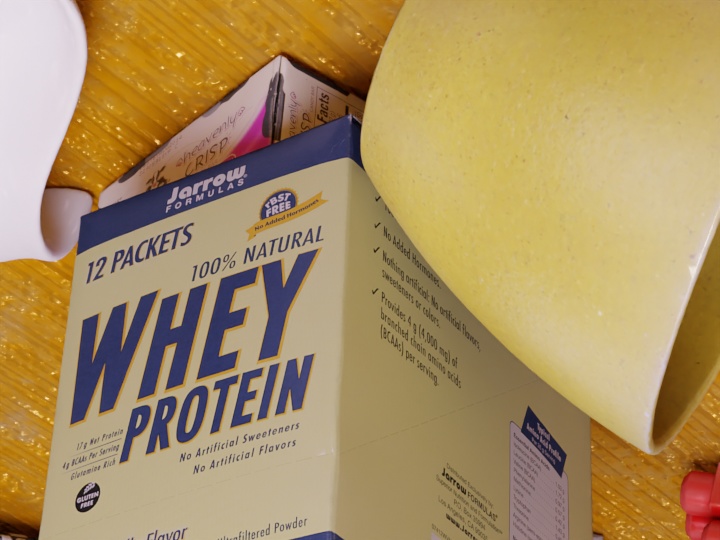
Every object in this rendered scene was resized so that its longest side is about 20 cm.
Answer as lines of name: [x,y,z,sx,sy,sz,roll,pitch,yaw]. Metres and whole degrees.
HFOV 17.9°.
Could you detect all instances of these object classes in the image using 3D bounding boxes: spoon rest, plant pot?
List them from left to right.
spoon rest: [-0.149,-0.064,0.923,0.099,0.061,0.200,-2,146,7]
plant pot: [0.084,-0.052,0.831,0.142,0.200,0.200,24,149,16]

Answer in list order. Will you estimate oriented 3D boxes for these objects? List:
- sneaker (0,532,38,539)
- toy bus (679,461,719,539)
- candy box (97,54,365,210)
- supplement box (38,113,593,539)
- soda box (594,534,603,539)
sneaker: [-0.188,0.165,1.252,0.199,0.070,0.109,3,148,6]
toy bus: [0.249,0.125,1.124,0.192,0.136,0.200,11,146,18]
candy box: [0.000,0.000,1.003,0.200,0.061,0.136,27,140,-29]
supplement box: [-0.010,0.088,0.900,0.134,0.200,0.200,-18,140,27]
soda box: [0.070,0.216,1.307,0.063,0.068,0.200,14,144,-16]
